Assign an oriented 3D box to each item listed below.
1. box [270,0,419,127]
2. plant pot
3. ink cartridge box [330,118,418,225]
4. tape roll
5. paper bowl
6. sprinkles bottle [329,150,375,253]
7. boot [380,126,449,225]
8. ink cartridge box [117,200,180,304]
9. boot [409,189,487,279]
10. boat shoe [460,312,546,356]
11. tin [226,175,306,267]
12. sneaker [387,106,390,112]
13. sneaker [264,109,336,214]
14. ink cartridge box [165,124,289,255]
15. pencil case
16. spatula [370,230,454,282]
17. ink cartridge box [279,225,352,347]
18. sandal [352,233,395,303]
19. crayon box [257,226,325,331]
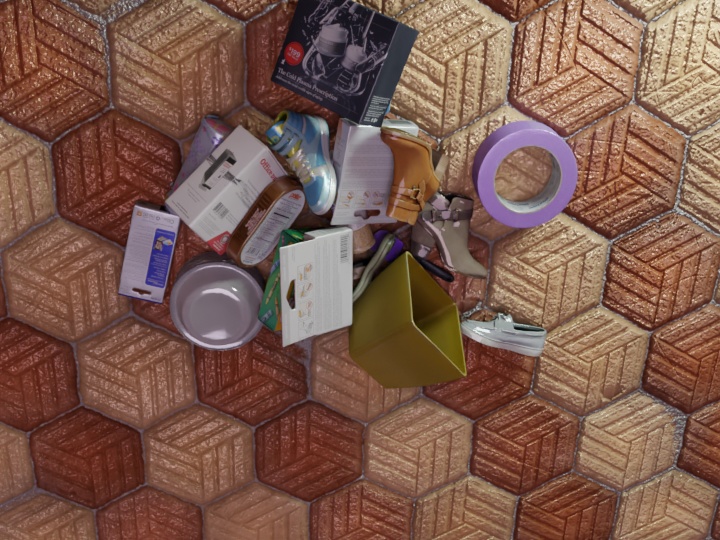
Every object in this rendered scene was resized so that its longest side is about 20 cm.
[{"bbox_3d":[-0.029,-0.377,1.495,0.198,0.104,0.184,28,106,19],"label":"box"},{"bbox_3d":[0.082,0.123,1.727,0.175,0.202,0.200,-28,129,24],"label":"plant pot"},{"bbox_3d":[0.019,-0.190,1.638,0.160,0.050,0.202,-4,122,-32],"label":"ink cartridge box"},{"bbox_3d":[0.323,-0.189,1.679,0.197,0.066,0.203,-1,114,-2],"label":"tape roll"},{"bbox_3d":[-0.289,0.071,1.735,0.198,0.105,0.203,-2,114,-4],"label":"paper bowl"},{"bbox_3d":[-0.028,-0.135,1.678,0.067,0.068,0.202,-17,114,4],"label":"sprinkles bottle"},{"bbox_3d":[0.080,-0.174,1.602,0.199,0.073,0.156,22,98,-45],"label":"boot"},{"bbox_3d":[-0.425,-0.035,1.715,0.093,0.037,0.202,13,110,-10],"label":"ink cartridge box"},{"bbox_3d":[0.194,-0.078,1.721,0.198,0.070,0.148,18,106,-17],"label":"boot"},{"bbox_3d":[0.307,0.126,1.824,0.198,0.070,0.072,15,102,-15],"label":"boat shoe"},{"bbox_3d":[-0.178,-0.090,1.632,0.042,0.112,0.201,41,101,20],"label":"tin"},{"bbox_3d":[0.037,-0.359,1.587,0.200,0.076,0.105,-41,123,21],"label":"sneaker"},{"bbox_3d":[-0.117,-0.204,1.565,0.130,0.203,0.079,12,150,-44],"label":"sneaker"},{"bbox_3d":[-0.242,-0.148,1.583,0.200,0.083,0.147,-46,155,-5],"label":"ink cartridge box"},{"bbox_3d":[-0.303,-0.193,1.626,0.082,0.091,0.201,10,119,-44],"label":"pencil case"},{"bbox_3d":[0.111,-0.023,1.762,0.198,0.021,0.057,26,123,-17],"label":"spatula"},{"bbox_3d":[-0.093,0.028,1.637,0.175,0.044,0.203,-15,115,-37],"label":"ink cartridge box"},{"bbox_3d":[0.001,-0.001,1.739,0.057,0.080,0.202,34,109,-1],"label":"sandal"},{"bbox_3d":[-0.124,0.017,1.710,0.118,0.058,0.202,-7,123,-48],"label":"crayon box"}]
